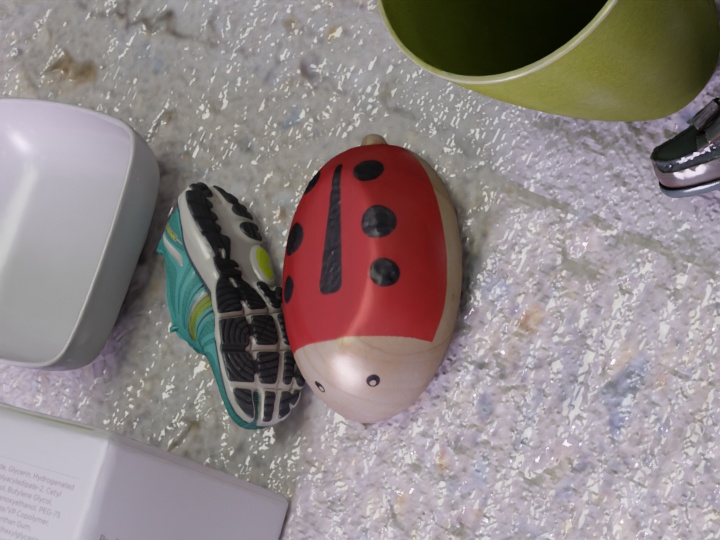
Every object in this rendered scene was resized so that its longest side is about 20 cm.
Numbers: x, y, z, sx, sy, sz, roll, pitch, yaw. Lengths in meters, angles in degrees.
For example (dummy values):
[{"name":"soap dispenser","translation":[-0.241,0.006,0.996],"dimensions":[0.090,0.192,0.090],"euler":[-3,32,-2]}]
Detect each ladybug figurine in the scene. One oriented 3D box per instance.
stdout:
[{"name":"ladybug figurine","translation":[0.000,0.000,1.440],"dimensions":[0.135,0.072,0.201],"euler":[-14,66,31]}]

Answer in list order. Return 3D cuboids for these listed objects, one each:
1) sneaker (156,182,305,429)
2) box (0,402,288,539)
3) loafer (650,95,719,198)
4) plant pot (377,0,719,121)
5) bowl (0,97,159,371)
[{"name":"sneaker","translation":[-0.094,0.033,1.509],"dimensions":[0.080,0.077,0.201],"euler":[-49,46,35]},{"name":"box","translation":[-0.196,0.192,1.429],"dimensions":[0.199,0.199,0.172],"euler":[11,80,37]},{"name":"loafer","translation":[0.260,-0.110,1.290],"dimensions":[0.199,0.063,0.072],"euler":[-24,25,21]},{"name":"plant pot","translation":[0.140,-0.168,1.320],"dimensions":[0.186,0.200,0.188],"euler":[-13,66,31]},{"name":"bowl","translation":[-0.239,-0.024,1.616],"dimensions":[0.199,0.075,0.201],"euler":[12,82,37]}]
